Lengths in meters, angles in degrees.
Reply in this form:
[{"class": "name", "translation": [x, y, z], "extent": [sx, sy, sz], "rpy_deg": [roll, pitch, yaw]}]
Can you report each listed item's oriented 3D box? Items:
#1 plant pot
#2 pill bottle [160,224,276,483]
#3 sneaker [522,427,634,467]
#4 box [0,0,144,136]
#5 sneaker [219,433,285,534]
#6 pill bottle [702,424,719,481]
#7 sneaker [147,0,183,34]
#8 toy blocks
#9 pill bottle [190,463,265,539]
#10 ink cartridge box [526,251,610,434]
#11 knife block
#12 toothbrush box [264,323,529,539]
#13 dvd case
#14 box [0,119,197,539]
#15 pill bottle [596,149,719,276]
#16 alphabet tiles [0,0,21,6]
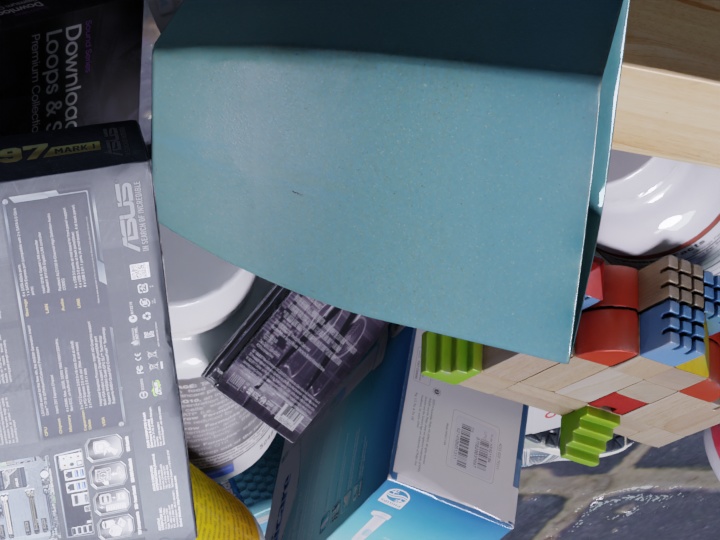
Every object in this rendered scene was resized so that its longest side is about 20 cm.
[{"class": "plant pot", "translation": [0.012, -0.068, 1.007], "extent": [0.199, 0.141, 0.142], "rpy_deg": [9, 122, 9]}, {"class": "pill bottle", "translation": [-0.101, 0.030, 1.257], "extent": [0.113, 0.114, 0.200], "rpy_deg": [-12, 150, -8]}, {"class": "sneaker", "translation": [0.096, 0.103, 1.533], "extent": [0.199, 0.078, 0.086], "rpy_deg": [-1, 158, -13]}, {"class": "box", "translation": [-0.190, -0.051, 1.040], "extent": [0.200, 0.036, 0.143], "rpy_deg": [-22, 131, -37]}, {"class": "sneaker", "translation": [-0.088, 0.174, 1.532], "extent": [0.199, 0.080, 0.131], "rpy_deg": [-13, 148, -6]}, {"class": "pill bottle", "translation": [0.345, 0.086, 1.567], "extent": [0.119, 0.120, 0.200], "rpy_deg": [6, 142, -34]}, {"class": "sneaker", "translation": [-0.027, -0.100, 1.122], "extent": [0.082, 0.074, 0.200], "rpy_deg": [-22, 150, 17]}, {"class": "toy blocks", "translation": [0.154, 0.040, 1.244], "extent": [0.199, 0.100, 0.137], "rpy_deg": [18, 151, -29]}, {"class": "pill bottle", "translation": [-0.121, 0.159, 1.251], "extent": [0.112, 0.113, 0.200], "rpy_deg": [-27, 141, 15]}, {"class": "ink cartridge box", "translation": [0.157, 0.040, 1.447], "extent": [0.199, 0.068, 0.115], "rpy_deg": [-14, 148, -6]}, {"class": "knife block", "translation": [0.106, -0.100, 1.100], "extent": [0.175, 0.200, 0.064], "rpy_deg": [-34, 162, -34]}, {"class": "toothbrush box", "translation": [0.018, 0.123, 1.349], "extent": [0.085, 0.147, 0.200], "rpy_deg": [24, 140, -16]}, {"class": "dvd case", "translation": [0.000, 0.000, 1.237], "extent": [0.200, 0.016, 0.149], "rpy_deg": [-51, 158, -3]}, {"class": "box", "translation": [-0.162, 0.041, 0.995], "extent": [0.157, 0.051, 0.201], "rpy_deg": [-10, 117, -8]}, {"class": "pill bottle", "translation": [0.177, -0.048, 1.274], "extent": [0.112, 0.113, 0.200], "rpy_deg": [-28, 147, 17]}, {"class": "alphabet tiles", "translation": [-0.207, -0.061, 1.049], "extent": [0.200, 0.006, 0.167], "rpy_deg": [-48, 141, -10]}]
